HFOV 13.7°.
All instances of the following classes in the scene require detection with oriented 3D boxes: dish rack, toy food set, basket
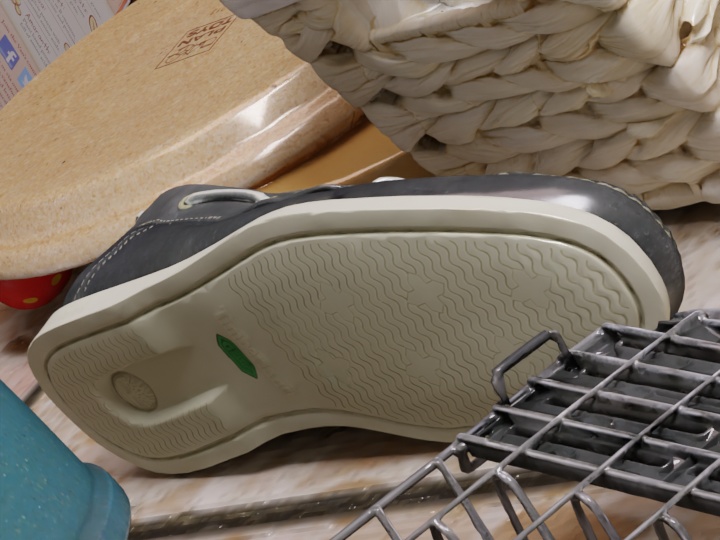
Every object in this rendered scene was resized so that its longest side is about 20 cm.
[{"bbox_3d":[0.027,0.079,0.535,0.200,0.055,0.153,-38,23,-22],"label":"dish rack"},{"bbox_3d":[-0.037,-0.053,0.922,0.199,0.049,0.198,-23,22,21],"label":"toy food set"},{"bbox_3d":[0.072,-0.119,0.766,0.135,0.123,0.200,-6,43,54],"label":"basket"}]

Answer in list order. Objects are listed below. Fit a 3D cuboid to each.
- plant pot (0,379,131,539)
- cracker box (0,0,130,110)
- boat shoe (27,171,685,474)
[{"bbox_3d":[-0.177,0.036,0.552,0.200,0.188,0.200,-37,12,9],"label":"plant pot"},{"bbox_3d":[-0.170,-0.072,1.136,0.133,0.058,0.200,-21,24,23],"label":"cracker box"},{"bbox_3d":[0.000,0.000,0.718,0.199,0.072,0.068,-10,33,48],"label":"boat shoe"}]
